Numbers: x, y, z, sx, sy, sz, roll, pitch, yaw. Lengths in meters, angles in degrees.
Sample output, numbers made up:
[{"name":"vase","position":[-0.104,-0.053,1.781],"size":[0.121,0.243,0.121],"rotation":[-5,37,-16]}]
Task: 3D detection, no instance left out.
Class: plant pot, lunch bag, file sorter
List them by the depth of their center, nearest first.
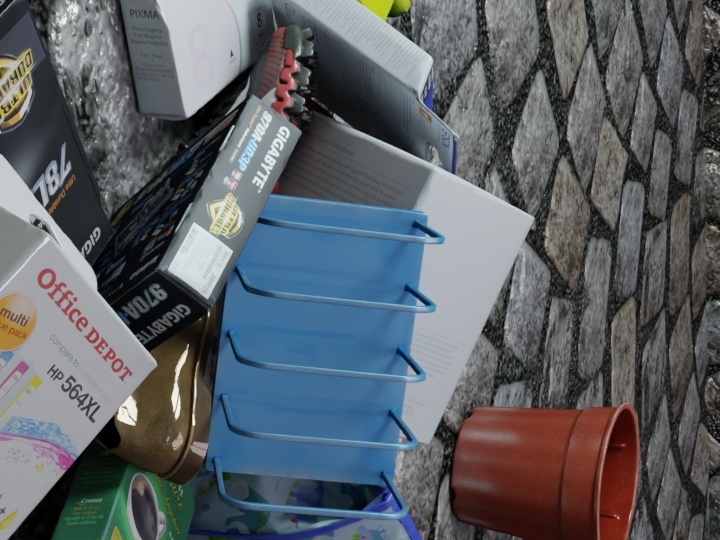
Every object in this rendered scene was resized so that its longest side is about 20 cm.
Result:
[{"name":"file sorter","position":[-0.024,0.057,1.051],"size":[0.123,0.138,0.201],"rotation":[-140,-124,-78]},{"name":"lunch bag","position":[-0.043,0.213,1.267],"size":[0.170,0.199,0.128],"rotation":[64,37,-49]},{"name":"plant pot","position":[0.226,0.253,1.906],"size":[0.201,0.194,0.202],"rotation":[5,90,-66]}]

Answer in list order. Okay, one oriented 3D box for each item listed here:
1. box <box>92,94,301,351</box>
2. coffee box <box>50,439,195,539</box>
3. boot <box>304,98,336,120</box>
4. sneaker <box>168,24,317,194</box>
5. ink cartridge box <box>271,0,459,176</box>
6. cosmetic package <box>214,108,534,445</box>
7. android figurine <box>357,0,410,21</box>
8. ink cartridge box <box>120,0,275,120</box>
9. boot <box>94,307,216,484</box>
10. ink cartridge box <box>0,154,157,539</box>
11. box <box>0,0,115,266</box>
[{"name":"box","position":[-0.135,-0.011,1.032],"size":[0.046,0.200,0.159],"rotation":[38,50,-18]},{"name":"coffee box","position":[-0.170,0.194,1.100],"size":[0.200,0.044,0.123],"rotation":[-80,159,-53]},{"name":"boot","position":[-0.062,-0.054,1.324],"size":[0.155,0.076,0.201],"rotation":[19,80,-64]},{"name":"sneaker","position":[-0.095,-0.101,1.197],"size":[0.071,0.097,0.201],"rotation":[30,77,-82]},{"name":"ink cartridge box","position":[0.016,-0.151,1.279],"size":[0.041,0.200,0.200],"rotation":[-48,169,-9]},{"name":"cosmetic package","position":[0.000,0.000,1.224],"size":[0.123,0.199,0.201],"rotation":[20,97,-39]},{"name":"android figurine","position":[0.001,-0.302,1.463],"size":[0.200,0.041,0.183],"rotation":[66,37,-50]},{"name":"ink cartridge box","position":[-0.128,-0.237,1.170],"size":[0.163,0.057,0.201],"rotation":[-50,144,-53]},{"name":"boot","position":[-0.152,0.054,1.114],"size":[0.075,0.074,0.201],"rotation":[22,43,-30]},{"name":"ink cartridge box","position":[-0.220,0.048,0.826],"size":[0.200,0.125,0.129],"rotation":[-50,141,-16]},{"name":"box","position":[-0.241,-0.036,0.951],"size":[0.200,0.049,0.199],"rotation":[-61,146,-42]}]
